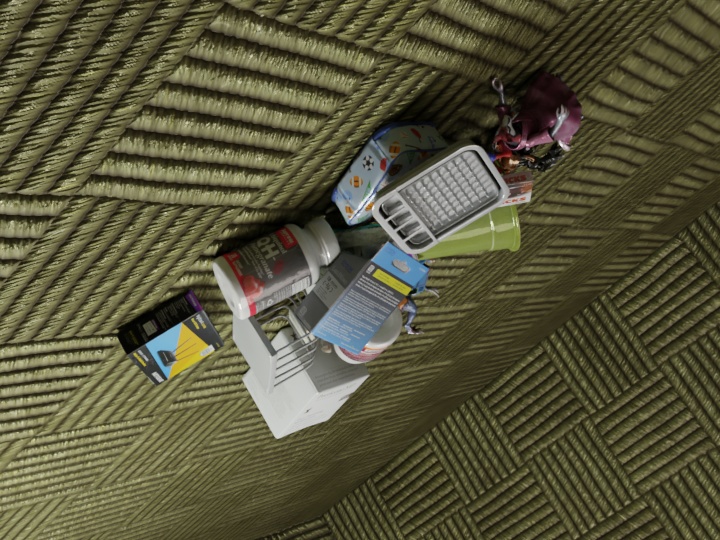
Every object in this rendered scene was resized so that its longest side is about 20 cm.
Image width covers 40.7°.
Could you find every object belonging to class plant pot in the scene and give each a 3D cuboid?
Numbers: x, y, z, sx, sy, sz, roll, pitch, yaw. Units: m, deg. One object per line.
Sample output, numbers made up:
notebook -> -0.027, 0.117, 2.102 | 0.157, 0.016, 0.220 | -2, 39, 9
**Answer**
plant pot -> 0.172, -0.103, 1.791 | 0.188, 0.202, 0.200 | -18, 159, -5

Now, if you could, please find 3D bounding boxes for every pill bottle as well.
pill bottle -> -0.136, -0.010, 1.612 | 0.198, 0.111, 0.111 | -27, 160, -17
pill bottle -> 0.008, 0.119, 1.913 | 0.109, 0.110, 0.200 | -25, 170, -19

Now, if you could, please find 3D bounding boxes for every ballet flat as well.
ballet flat -> 0.001, -0.048, 1.664 | 0.071, 0.073, 0.199 | -13, -173, -44

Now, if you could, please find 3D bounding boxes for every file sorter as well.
file sorter -> -0.157, 0.119, 1.846 | 0.124, 0.139, 0.201 | -27, 160, -20

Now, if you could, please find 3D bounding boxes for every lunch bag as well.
lunch bag -> 0.050, -0.158, 1.604 | 0.159, 0.076, 0.200 | -14, 153, -48

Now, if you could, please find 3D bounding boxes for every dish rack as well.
dish rack -> 0.124, -0.121, 1.537 | 0.199, 0.044, 0.172 | -30, 141, 13

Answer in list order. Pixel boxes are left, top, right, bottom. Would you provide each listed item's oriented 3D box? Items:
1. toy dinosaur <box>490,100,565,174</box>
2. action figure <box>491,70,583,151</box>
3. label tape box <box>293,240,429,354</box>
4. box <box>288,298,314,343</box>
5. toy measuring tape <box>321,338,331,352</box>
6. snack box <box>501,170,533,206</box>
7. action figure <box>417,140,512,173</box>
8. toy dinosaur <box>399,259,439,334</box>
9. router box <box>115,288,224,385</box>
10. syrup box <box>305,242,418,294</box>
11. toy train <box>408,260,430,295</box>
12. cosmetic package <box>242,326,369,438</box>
toy dinosaur -> 0.288, -0.227, 1.796 | 0.134, 0.103, 0.200 | -9, 156, -28
action figure -> 0.281, -0.253, 1.639 | 0.199, 0.134, 0.150 | -36, 154, -33
label tape box -> 0.003, 0.034, 1.647 | 0.200, 0.063, 0.144 | -50, 142, 8
box -> -0.047, 0.069, 1.998 | 0.199, 0.069, 0.082 | -29, 162, -13
toy measuring tape -> -0.036, 0.052, 1.811 | 0.073, 0.203, 0.074 | 2, 173, 0
snack box -> 0.195, -0.128, 1.663 | 0.197, 0.025, 0.072 | -10, 155, 0
action figure -> 0.164, -0.174, 1.593 | 0.199, 0.052, 0.066 | -17, 149, -42
toy dinosaur -> 0.103, 0.044, 2.054 | 0.200, 0.104, 0.184 | -33, 129, -56
router box -> -0.330, 0.121, 1.708 | 0.148, 0.051, 0.200 | -32, 160, -8
syrup box -> 0.000, 0.000, 1.745 | 0.199, 0.082, 0.079 | -30, -157, -16
toy train -> 0.061, -0.005, 1.922 | 0.199, 0.086, 0.116 | -11, 121, -48
cosmetic package -> -0.121, 0.232, 2.125 | 0.164, 0.166, 0.200 | -14, 153, -44
